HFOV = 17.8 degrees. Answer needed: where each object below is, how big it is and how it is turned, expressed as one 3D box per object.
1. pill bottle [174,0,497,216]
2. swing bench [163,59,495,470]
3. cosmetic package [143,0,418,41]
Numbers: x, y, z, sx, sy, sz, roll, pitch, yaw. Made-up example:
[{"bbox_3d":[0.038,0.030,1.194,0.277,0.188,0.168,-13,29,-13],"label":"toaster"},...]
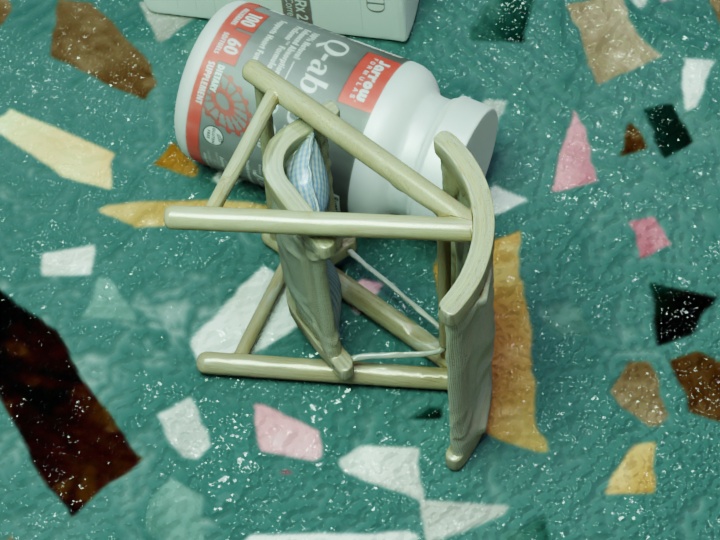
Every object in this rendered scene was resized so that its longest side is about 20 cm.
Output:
[{"bbox_3d":[-0.015,-0.099,1.559,0.199,0.116,0.116,21,61,15],"label":"pill bottle"},{"bbox_3d":[0.000,0.000,1.448,0.199,0.199,0.130,19,61,13],"label":"swing bench"},{"bbox_3d":[-0.050,-0.286,1.647,0.199,0.165,0.166,8,59,9],"label":"cosmetic package"}]
